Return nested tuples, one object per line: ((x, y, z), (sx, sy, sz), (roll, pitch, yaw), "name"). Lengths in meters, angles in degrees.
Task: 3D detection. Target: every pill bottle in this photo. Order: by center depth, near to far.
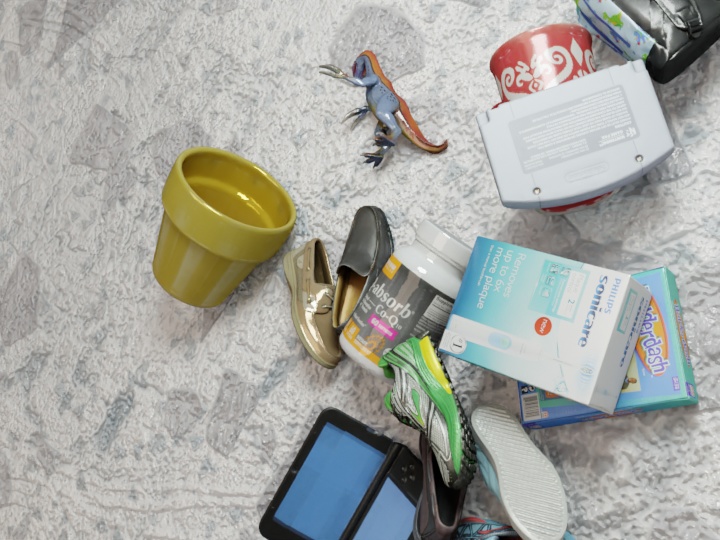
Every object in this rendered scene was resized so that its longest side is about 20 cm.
((0.068, 0.041, 1.155), (0.116, 0.116, 0.201), (38, 99, 36), "pill bottle")

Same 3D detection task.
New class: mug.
((0.243, -0.175, 1.113), (0.132, 0.178, 0.202), (-8, 72, -6), "mug")

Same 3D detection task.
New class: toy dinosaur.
((0.032, -0.247, 1.315), (0.197, 0.105, 0.183), (8, 63, -1), "toy dinosaur")

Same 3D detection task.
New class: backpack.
((0.339, -0.329, 1.055), (0.163, 0.154, 0.200), (-41, 76, -6), "backpack")

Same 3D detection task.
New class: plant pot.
((-0.226, -0.055, 1.356), (0.190, 0.199, 0.201), (-55, 52, 28), "plant pot")

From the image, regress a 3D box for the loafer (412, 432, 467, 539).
((0.107, 0.237, 1.064), (0.063, 0.071, 0.202), (114, 170, -51), "loafer")

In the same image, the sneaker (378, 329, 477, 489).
((0.080, 0.171, 1.047), (0.084, 0.078, 0.201), (-25, 50, 4), "sneaker")

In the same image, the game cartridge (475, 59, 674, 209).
((0.243, -0.147, 1.005), (0.198, 0.040, 0.135), (-17, 72, 10), "game cartridge")

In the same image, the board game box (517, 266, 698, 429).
((0.278, 0.094, 1.036), (0.198, 0.045, 0.154), (-16, 68, 32), "board game box")

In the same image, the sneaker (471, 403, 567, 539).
((0.185, 0.248, 1.022), (0.073, 0.083, 0.201), (-14, 39, -3), "sneaker")

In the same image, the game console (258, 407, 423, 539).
((-0.013, 0.309, 1.127), (0.201, 0.118, 0.170), (-61, 35, 6), "game console")

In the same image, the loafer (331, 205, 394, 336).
((0.000, 0.000, 1.243), (0.072, 0.072, 0.203), (-7, 72, 34), "loafer")

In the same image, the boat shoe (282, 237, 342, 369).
((-0.059, 0.044, 1.273), (0.064, 0.071, 0.202), (-33, 59, 24), "boat shoe")

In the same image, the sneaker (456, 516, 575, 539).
((0.148, 0.324, 1.029), (0.198, 0.095, 0.080), (-15, 68, 31), "sneaker")

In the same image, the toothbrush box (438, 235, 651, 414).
((0.209, 0.060, 1.014), (0.199, 0.085, 0.148), (19, 87, 37), "toothbrush box")
